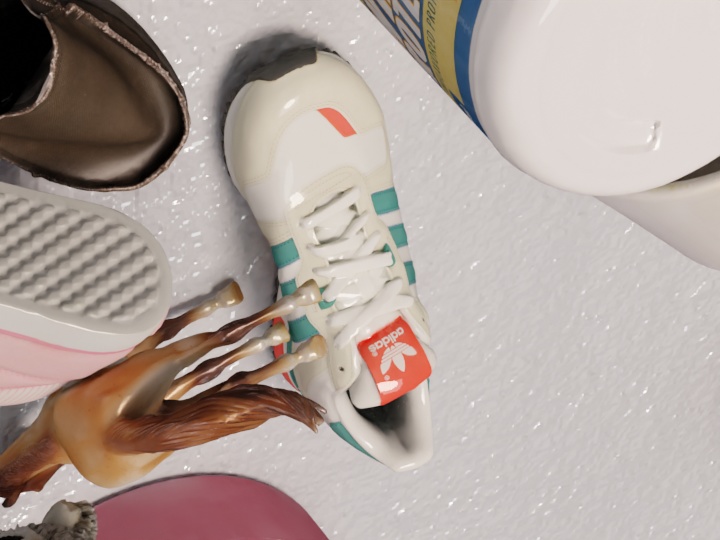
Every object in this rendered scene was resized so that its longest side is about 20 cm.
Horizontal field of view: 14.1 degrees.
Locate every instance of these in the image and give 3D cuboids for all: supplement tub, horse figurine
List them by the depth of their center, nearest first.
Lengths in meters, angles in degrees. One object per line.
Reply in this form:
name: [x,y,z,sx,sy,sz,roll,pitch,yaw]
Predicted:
supplement tub: [0.061,-0.136,1.038,0.144,0.200,0.145,-20,134,-22]
horse figurine: [-0.080,0.050,1.144,0.132,0.200,0.050,-30,100,-14]

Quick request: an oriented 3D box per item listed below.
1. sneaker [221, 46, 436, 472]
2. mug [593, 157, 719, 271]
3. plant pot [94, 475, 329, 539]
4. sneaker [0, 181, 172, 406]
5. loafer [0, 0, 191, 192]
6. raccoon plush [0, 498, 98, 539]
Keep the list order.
sneaker: [0.000,0.001,1.193,0.070,0.093,0.200,-25,137,-16]
mug: [0.168,-0.064,1.209,0.150,0.186,0.153,-59,148,-7]
plant pot: [-0.062,0.220,1.276,0.199,0.179,0.201,-19,134,-21]
sneaker: [-0.178,-0.003,1.072,0.199,0.076,0.105,21,149,-23]
loafer: [-0.130,-0.071,1.051,0.073,0.071,0.200,-50,138,11]
raccoon plush: [-0.156,0.167,1.204,0.134,0.097,0.200,-28,166,-15]
